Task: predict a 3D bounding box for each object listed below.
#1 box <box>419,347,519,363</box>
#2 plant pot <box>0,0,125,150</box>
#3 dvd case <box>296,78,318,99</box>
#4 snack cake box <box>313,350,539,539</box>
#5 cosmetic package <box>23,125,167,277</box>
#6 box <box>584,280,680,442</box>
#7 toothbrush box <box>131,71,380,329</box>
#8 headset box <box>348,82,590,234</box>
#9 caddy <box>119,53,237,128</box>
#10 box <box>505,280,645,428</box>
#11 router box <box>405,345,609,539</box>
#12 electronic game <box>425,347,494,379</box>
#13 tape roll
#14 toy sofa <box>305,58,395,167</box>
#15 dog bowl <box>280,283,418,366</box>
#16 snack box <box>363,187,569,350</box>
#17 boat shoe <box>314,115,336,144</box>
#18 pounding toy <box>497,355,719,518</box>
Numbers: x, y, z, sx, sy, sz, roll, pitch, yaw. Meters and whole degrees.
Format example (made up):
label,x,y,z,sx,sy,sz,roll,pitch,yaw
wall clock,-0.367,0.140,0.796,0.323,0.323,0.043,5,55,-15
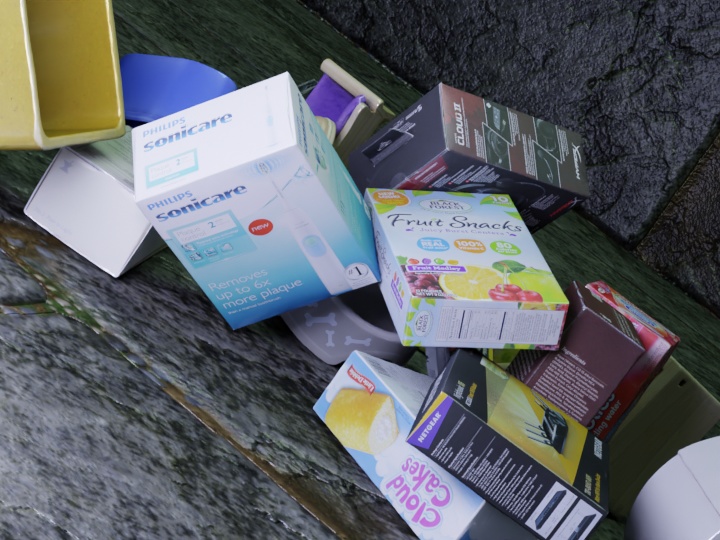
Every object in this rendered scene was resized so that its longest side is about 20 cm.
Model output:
label,x,y,z,sx,sy,sz,roll,pitch,yaw
box,0.120,0.075,1.861,0.199,0.075,0.050,35,13,-6
plant pot,-0.323,-0.189,1.388,0.198,0.197,0.194,-6,6,13
dvd case,-0.105,-0.145,1.915,0.016,0.149,0.200,38,13,0
snack cake box,0.063,0.160,1.424,0.115,0.067,0.200,24,17,-47
cosmetic package,-0.212,-0.066,1.529,0.103,0.073,0.200,35,13,2
box,0.203,0.119,1.624,0.099,0.201,0.095,37,11,13
toothbrush box,-0.086,-0.055,1.452,0.200,0.145,0.086,59,17,-49
headset box,0.094,-0.092,1.636,0.199,0.149,0.078,16,56,-33
caddy,-0.185,-0.131,1.683,0.199,0.106,0.141,11,-23,40
box,0.162,0.116,1.527,0.075,0.201,0.100,33,13,-6
router box,0.123,0.139,1.380,0.157,0.052,0.200,35,12,1
electronic game,0.100,0.066,1.644,0.041,0.202,0.200,-2,3,17
tape roll,0.336,0.257,1.458,0.202,0.203,0.139,31,13,-15
toy sofa,-0.061,-0.120,1.826,0.083,0.201,0.097,39,8,19
dog bowl,0.000,0.000,1.647,0.199,0.059,0.201,25,47,-30
snack box,0.086,-0.004,1.511,0.141,0.053,0.200,3,29,-14
boat shoe,-0.117,-0.124,1.763,0.063,0.199,0.074,46,40,-41
pounding toy,0.225,0.124,1.762,0.142,0.184,0.200,39,7,-40
